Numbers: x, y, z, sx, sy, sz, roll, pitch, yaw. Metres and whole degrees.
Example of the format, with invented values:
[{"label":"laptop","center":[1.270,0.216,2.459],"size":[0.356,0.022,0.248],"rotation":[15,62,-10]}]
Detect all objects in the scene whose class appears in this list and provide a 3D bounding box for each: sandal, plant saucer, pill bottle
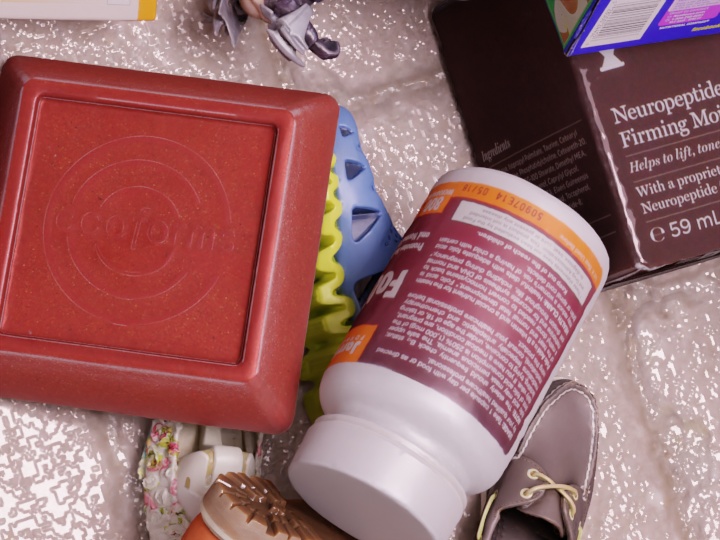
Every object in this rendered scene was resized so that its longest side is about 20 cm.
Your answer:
[{"label":"sandal","center":[0.000,0.000,1.630],"size":[0.087,0.079,0.201],"rotation":[-10,92,-29]},{"label":"plant saucer","center":[-0.123,-0.020,1.561],"size":[0.199,0.037,0.201],"rotation":[7,77,4]},{"label":"pill bottle","center":[0.047,0.052,1.545],"size":[0.114,0.114,0.200],"rotation":[36,66,-12]}]

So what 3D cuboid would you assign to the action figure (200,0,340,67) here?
[{"label":"action figure","center":[-0.008,-0.175,1.609],"size":[0.069,0.199,0.130],"rotation":[54,32,-37]}]

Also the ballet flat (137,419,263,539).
[{"label":"ballet flat","center":[-0.085,0.088,1.584],"size":[0.075,0.064,0.201],"rotation":[6,79,-21]}]

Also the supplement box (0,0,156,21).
[{"label":"supplement box","center":[-0.215,-0.208,1.559],"size":[0.199,0.074,0.127],"rotation":[0,103,-22]}]

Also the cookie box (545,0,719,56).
[{"label":"cookie box","center":[0.166,-0.234,1.560],"size":[0.171,0.075,0.201],"rotation":[-11,67,-22]}]

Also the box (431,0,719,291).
[{"label":"box","center":[0.169,-0.098,1.659],"size":[0.165,0.164,0.201],"rotation":[-16,87,-23]}]

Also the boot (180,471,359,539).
[{"label":"boot","center":[-0.037,0.185,1.575],"size":[0.200,0.075,0.107],"rotation":[21,108,-44]}]

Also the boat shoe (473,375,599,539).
[{"label":"boat shoe","center":[0.100,0.153,1.646],"size":[0.072,0.059,0.201],"rotation":[29,72,-14]}]
